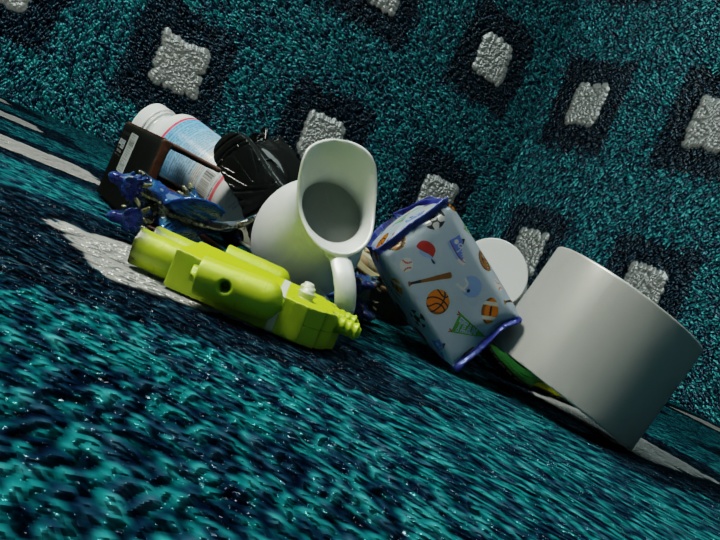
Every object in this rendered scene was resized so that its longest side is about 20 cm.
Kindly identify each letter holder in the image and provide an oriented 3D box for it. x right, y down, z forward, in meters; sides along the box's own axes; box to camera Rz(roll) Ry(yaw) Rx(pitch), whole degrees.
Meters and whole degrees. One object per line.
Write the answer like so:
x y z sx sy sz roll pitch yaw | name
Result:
-0.227 -0.099 1.006 0.140 0.102 0.199 24 2 -31 | letter holder

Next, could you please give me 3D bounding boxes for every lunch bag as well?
0.089 0.007 0.970 0.172 0.123 0.200 58 -5 -5 | lunch bag

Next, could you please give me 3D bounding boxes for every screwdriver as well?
-0.165 -0.036 1.125 0.028 0.029 0.200 -10 17 -18 | screwdriver

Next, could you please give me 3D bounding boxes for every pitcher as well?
-0.046 -0.017 0.832 0.118 0.176 0.200 3 -15 -18 | pitcher

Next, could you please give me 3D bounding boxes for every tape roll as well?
0.271 0.088 0.940 0.201 0.140 0.203 36 3 -2 | tape roll

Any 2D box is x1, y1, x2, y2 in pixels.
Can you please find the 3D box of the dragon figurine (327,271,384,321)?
-0.036 0.010 0.996 0.198 0.060 0.099 26 4 39 | dragon figurine

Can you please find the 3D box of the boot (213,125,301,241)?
-0.103 -0.091 1.034 0.201 0.073 0.162 60 14 4 | boot

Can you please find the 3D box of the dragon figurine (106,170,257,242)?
-0.180 -0.053 0.826 0.198 0.060 0.099 22 8 -40 | dragon figurine

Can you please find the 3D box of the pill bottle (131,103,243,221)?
-0.237 -0.152 1.156 0.199 0.110 0.108 37 7 18 | pill bottle

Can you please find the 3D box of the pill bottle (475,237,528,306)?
0.173 0.035 1.144 0.112 0.116 0.201 24 -18 8 | pill bottle

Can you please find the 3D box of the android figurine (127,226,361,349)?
-0.092 0.014 0.682 0.196 0.042 0.182 23 3 -2 | android figurine

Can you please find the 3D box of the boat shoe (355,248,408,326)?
0.000 0.000 1.103 0.198 0.071 0.065 35 43 -16 | boat shoe

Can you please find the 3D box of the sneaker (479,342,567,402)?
0.241 0.116 1.123 0.197 0.087 0.078 22 3 -28 | sneaker

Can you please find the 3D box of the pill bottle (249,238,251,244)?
-0.072 -0.052 1.213 0.118 0.122 0.199 25 3 23 | pill bottle

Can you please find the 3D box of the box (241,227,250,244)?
-0.145 -0.065 1.347 0.081 0.070 0.200 23 3 8 | box
